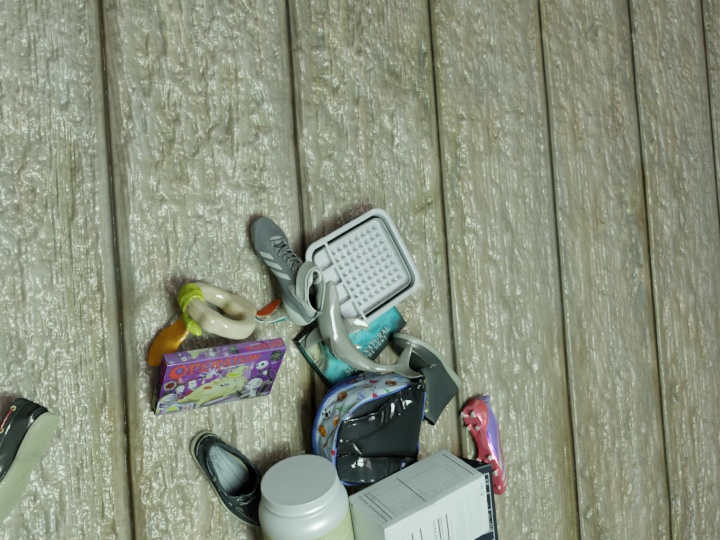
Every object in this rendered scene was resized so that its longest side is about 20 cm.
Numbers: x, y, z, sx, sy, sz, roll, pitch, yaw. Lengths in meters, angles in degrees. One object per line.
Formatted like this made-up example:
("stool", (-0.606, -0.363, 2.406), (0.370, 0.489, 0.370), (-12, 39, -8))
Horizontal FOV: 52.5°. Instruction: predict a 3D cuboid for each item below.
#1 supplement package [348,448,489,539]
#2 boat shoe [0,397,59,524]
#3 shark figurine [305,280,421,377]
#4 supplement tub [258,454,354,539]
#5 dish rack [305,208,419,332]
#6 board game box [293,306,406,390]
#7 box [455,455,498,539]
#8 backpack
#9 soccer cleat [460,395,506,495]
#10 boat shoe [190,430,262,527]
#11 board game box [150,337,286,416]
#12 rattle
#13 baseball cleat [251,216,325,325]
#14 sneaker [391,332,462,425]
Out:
("supplement package", (0.096, 0.396, 1.185), (0.198, 0.113, 0.111), (-18, 111, -27))
("boat shoe", (-0.490, 0.274, 0.995), (0.063, 0.074, 0.203), (25, 82, 11))
("shark figurine", (-0.012, 0.135, 1.220), (0.214, 0.090, 0.128), (40, 105, -8))
("supplement tub", (-0.084, 0.415, 1.169), (0.144, 0.144, 0.202), (-22, 117, -32))
("dish rack", (0.000, 0.000, 1.312), (0.199, 0.043, 0.173), (-32, 97, -29))
("board game box", (-0.016, 0.112, 1.332), (0.200, 0.028, 0.136), (-46, 111, -27))
("box", (0.145, 0.467, 1.354), (0.198, 0.123, 0.201), (-4, 89, -32))
("backpack", (0.008, 0.268, 1.251), (0.189, 0.153, 0.203), (-9, 106, -42))
("soccer cleat", (0.264, 0.353, 1.478), (0.076, 0.066, 0.202), (-24, 97, -36))
("boat shoe", (-0.194, 0.342, 1.176), (0.074, 0.066, 0.201), (-39, 107, -30))
("board game box", (-0.222, 0.166, 1.150), (0.198, 0.032, 0.121), (-6, 131, -33))
("rattle", (-0.222, 0.102, 1.182), (0.199, 0.129, 0.145), (12, 98, -62))
("baseball cleat", (-0.111, -0.013, 1.209), (0.069, 0.106, 0.202), (-21, 82, -43))
("sneaker", (0.113, 0.206, 1.372), (0.200, 0.074, 0.107), (45, 65, -31))
